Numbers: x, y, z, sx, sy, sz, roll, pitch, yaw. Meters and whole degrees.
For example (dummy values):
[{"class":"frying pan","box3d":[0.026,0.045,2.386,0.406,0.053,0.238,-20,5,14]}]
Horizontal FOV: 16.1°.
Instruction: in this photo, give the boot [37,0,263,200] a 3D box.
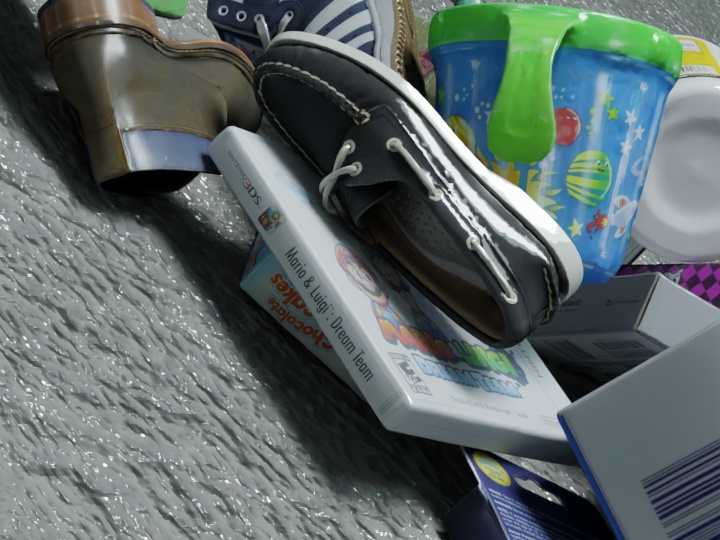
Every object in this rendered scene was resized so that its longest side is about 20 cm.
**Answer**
[{"class":"boot","box3d":[-0.100,-0.071,1.314,0.200,0.075,0.097,25,49,-62]}]

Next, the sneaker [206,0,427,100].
[{"class":"sneaker","box3d":[-0.024,-0.108,1.386,0.070,0.108,0.200,67,12,-46]}]

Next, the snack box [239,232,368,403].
[{"class":"snack box","box3d":[0.000,0.000,1.376,0.116,0.037,0.200,42,19,-10]}]

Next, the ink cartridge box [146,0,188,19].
[{"class":"ink cartridge box","box3d":[-0.184,-0.197,1.268,0.146,0.084,0.200,24,8,27]}]

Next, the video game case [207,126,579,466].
[{"class":"video game case","box3d":[0.025,0.016,1.299,0.200,0.024,0.182,16,36,-57]}]

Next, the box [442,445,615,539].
[{"class":"box","box3d":[0.110,0.176,1.238,0.121,0.032,0.200,28,26,-42]}]

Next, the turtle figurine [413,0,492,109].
[{"class":"turtle figurine","box3d":[0.037,-0.102,1.489,0.200,0.150,0.101,43,14,15]}]

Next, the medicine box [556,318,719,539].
[{"class":"medicine box","box3d":[0.203,0.135,1.306,0.182,0.103,0.200,64,11,15]}]

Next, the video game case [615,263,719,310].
[{"class":"video game case","box3d":[0.245,0.049,1.537,0.181,0.036,0.200,29,-14,-25]}]

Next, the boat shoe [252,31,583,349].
[{"class":"boat shoe","box3d":[0.017,-0.039,1.262,0.200,0.074,0.060,42,55,7]}]

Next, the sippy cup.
[{"class":"sippy cup","box3d":[0.096,-0.062,1.342,0.178,0.131,0.139,14,-9,-44]}]

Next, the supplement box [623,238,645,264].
[{"class":"supplement box","box3d":[0.110,-0.045,1.627,0.110,0.086,0.200,49,19,16]}]

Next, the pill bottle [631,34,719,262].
[{"class":"pill bottle","box3d":[0.196,-0.083,1.566,0.111,0.111,0.200,41,13,-11]}]

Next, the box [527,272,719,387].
[{"class":"box","box3d":[0.208,0.066,1.503,0.200,0.041,0.156,30,-14,-19]}]
